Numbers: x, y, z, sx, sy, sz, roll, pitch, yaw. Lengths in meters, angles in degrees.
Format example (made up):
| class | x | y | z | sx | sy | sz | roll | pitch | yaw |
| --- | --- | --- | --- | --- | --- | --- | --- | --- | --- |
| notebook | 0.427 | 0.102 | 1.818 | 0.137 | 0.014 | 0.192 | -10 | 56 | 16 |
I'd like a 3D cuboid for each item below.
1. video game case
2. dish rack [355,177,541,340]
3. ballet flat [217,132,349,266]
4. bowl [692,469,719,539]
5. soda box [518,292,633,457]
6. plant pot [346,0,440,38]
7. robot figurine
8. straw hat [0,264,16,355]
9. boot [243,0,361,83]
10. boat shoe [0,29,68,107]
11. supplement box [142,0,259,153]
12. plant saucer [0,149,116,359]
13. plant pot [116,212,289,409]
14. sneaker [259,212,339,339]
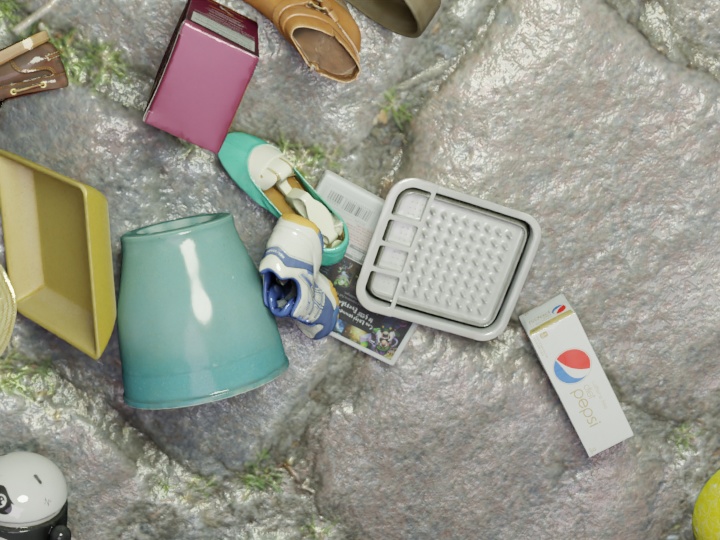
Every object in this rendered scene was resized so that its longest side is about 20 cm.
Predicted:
| class | x | y | z | sx | sy | sz | roll | pitch | yaw |
| --- | --- | --- | --- | --- | --- | --- | --- | --- | --- |
| video game case | 0.000 | 0.000 | 1.406 | 0.198 | 0.023 | 0.184 | 26 | 107 | -15 |
| dish rack | 0.104 | -0.016 | 1.374 | 0.197 | 0.044 | 0.174 | 16 | 109 | -12 |
| ballet flat | -0.082 | -0.092 | 1.317 | 0.200 | 0.070 | 0.067 | 47 | 62 | -7 |
| bowl | 0.566 | 0.358 | 1.554 | 0.196 | 0.108 | 0.204 | -2 | 111 | -5 |
| soda box | 0.277 | 0.135 | 1.462 | 0.067 | 0.064 | 0.202 | -27 | 111 | 6 |
| plant pot | 0.037 | -0.374 | 1.186 | 0.199 | 0.200 | 0.174 | 39 | 86 | -18 |
| robot figurine | -0.434 | 0.329 | 1.440 | 0.147 | 0.125 | 0.204 | 6 | 112 | -10 |
| straw hat | -0.498 | 0.040 | 1.305 | 0.197 | 0.085 | 0.205 | 0 | 89 | -14 |
| boot | -0.081 | -0.279 | 1.201 | 0.197 | 0.156 | 0.074 | 22 | 119 | -21 |
| boat shoe | -0.421 | -0.195 | 1.261 | 0.197 | 0.071 | 0.071 | -22 | 108 | 4 |
| supplement box | -0.166 | -0.214 | 1.207 | 0.084 | 0.201 | 0.112 | 23 | 108 | -14 |
| plant saucer | -0.340 | -0.026 | 1.300 | 0.048 | 0.198 | 0.204 | -20 | 120 | -41 |
| plant pot | -0.196 | 0.038 | 1.320 | 0.196 | 0.200 | 0.192 | -11 | 99 | -1 |
| sneaker | -0.080 | 0.027 | 1.315 | 0.074 | 0.089 | 0.202 | 15 | 145 | 23 |
